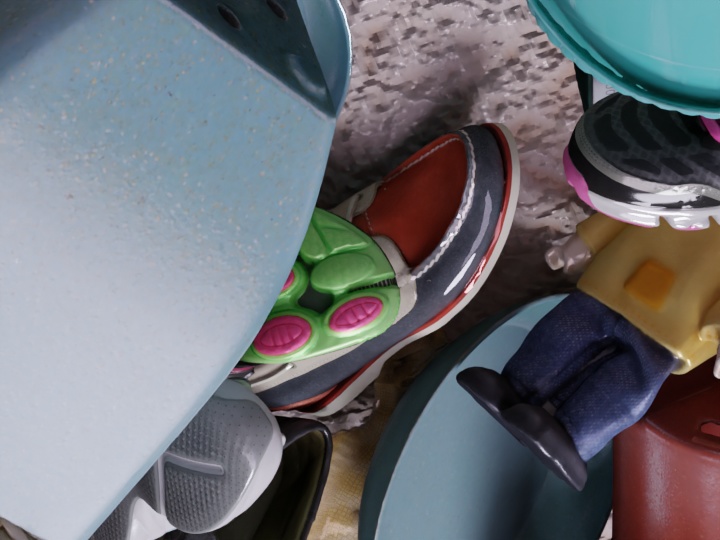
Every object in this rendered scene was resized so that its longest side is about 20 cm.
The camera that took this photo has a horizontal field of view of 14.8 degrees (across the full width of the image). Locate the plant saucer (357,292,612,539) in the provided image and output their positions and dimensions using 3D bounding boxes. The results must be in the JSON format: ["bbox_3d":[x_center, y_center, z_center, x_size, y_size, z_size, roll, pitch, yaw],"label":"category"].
[{"bbox_3d":[0.059,0.100,1.335,0.199,0.036,0.201,-28,129,-41],"label":"plant saucer"}]

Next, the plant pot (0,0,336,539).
[{"bbox_3d":[-0.124,-0.055,1.053,0.200,0.196,0.196,-40,130,20],"label":"plant pot"}]

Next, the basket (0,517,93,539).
[{"bbox_3d":[-0.156,0.172,1.307,0.135,0.124,0.200,-27,112,34],"label":"basket"}]

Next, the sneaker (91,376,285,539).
[{"bbox_3d":[-0.067,0.069,1.164,0.080,0.071,0.200,-26,180,-23],"label":"sneaker"}]

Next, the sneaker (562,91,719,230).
[{"bbox_3d":[0.176,-0.080,1.129,0.198,0.074,0.088,-14,139,-3],"label":"sneaker"}]

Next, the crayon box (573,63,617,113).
[{"bbox_3d":[0.188,-0.131,1.165,0.198,0.051,0.127,-8,138,-2],"label":"crayon box"}]

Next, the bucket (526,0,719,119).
[{"bbox_3d":[0.140,-0.163,1.018,0.205,0.208,0.135,-9,143,-1],"label":"bucket"}]

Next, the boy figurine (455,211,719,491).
[{"bbox_3d":[0.141,0.006,1.244,0.200,0.124,0.064,-46,139,-1],"label":"boy figurine"}]

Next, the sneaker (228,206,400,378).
[{"bbox_3d":[-0.064,0.014,1.232,0.199,0.077,0.084,-7,171,33],"label":"sneaker"}]

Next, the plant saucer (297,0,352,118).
[{"bbox_3d":[-0.103,-0.090,1.173,0.198,0.028,0.201,-5,137,-5],"label":"plant saucer"}]

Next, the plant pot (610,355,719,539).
[{"bbox_3d":[0.202,0.107,1.336,0.199,0.201,0.196,-10,129,0],"label":"plant pot"}]

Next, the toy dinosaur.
[{"bbox_3d":[-0.003,0.121,1.357,0.101,0.058,0.201,27,85,-49],"label":"toy dinosaur"}]

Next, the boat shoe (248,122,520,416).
[{"bbox_3d":[0.000,0.000,1.259,0.062,0.072,0.200,14,138,-30],"label":"boat shoe"}]

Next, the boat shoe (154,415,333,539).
[{"bbox_3d":[-0.068,0.141,1.255,0.066,0.202,0.072,-17,126,40],"label":"boat shoe"}]
